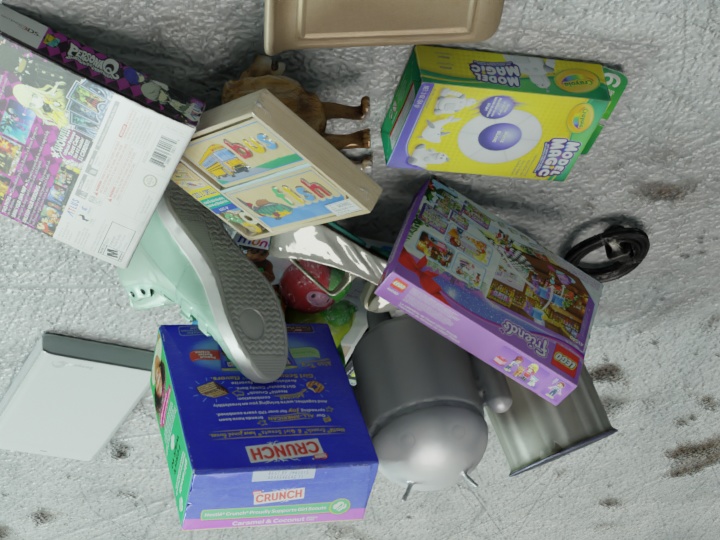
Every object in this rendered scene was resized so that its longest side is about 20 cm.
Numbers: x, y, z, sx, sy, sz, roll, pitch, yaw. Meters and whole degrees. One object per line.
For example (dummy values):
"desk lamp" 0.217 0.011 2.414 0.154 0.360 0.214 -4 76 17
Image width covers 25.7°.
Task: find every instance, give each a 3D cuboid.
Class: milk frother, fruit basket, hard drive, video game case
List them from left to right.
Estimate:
"video game case" -0.242 -0.103 1.302 0.180 0.036 0.200 25 138 -9
"hard drive" -0.311 0.140 1.694 0.131 0.026 0.200 12 141 -26
"fruit basket" -0.063 0.035 1.539 0.184 0.094 0.200 12 137 -26
"milk frother" 0.211 0.075 1.564 0.199 0.189 0.180 -29 169 31

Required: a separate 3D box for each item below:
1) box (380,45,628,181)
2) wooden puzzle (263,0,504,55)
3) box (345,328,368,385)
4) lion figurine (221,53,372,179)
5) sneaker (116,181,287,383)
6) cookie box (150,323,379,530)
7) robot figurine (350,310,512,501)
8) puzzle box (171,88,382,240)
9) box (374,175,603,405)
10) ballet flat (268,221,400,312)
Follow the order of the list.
"box" 0.128 -0.133 1.378 0.198 0.049 0.118 2 145 -17
"wooden puzzle" 0.023 -0.244 1.212 0.198 0.037 0.186 -7 145 -10
"box" 0.020 0.129 1.727 0.160 0.049 0.200 10 141 -29
"lion figurine" -0.050 -0.105 1.360 0.121 0.073 0.200 -2 149 2
"sneaker" -0.149 0.029 1.451 0.118 0.201 0.074 -35 173 40
"cookie box" -0.092 0.137 1.436 0.170 0.201 0.076 0 126 -17
"robot figurine" 0.057 0.121 1.489 0.168 0.201 0.113 -18 146 9
"puzzle box" -0.087 -0.083 1.314 0.133 0.026 0.199 39 155 -23
"box" 0.121 0.017 1.447 0.199 0.137 0.039 32 135 -8
"ballet flat" 0.000 0.000 1.465 0.199 0.070 0.069 27 134 -22
